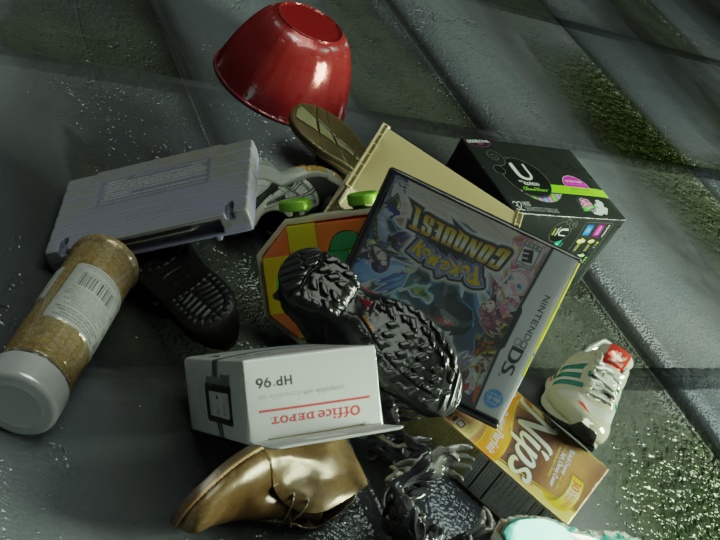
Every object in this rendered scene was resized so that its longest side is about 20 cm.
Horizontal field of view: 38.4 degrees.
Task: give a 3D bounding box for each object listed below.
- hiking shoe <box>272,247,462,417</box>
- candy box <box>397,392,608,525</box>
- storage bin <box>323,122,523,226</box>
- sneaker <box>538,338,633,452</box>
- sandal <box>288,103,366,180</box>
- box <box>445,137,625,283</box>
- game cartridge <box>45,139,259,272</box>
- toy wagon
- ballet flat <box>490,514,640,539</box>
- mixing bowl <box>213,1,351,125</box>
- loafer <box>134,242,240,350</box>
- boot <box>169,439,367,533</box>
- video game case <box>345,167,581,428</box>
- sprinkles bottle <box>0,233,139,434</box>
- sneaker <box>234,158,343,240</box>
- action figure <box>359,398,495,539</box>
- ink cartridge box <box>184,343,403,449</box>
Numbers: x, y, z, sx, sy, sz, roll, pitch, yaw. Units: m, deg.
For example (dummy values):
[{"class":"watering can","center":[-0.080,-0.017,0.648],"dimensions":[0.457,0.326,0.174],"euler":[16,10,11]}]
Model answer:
[{"class":"hiking shoe","center":[0.007,0.062,0.943],"dimensions":[0.200,0.101,0.076],"euler":[41,68,5]},{"class":"candy box","center":[0.138,0.173,1.034],"dimensions":[0.200,0.055,0.115],"euler":[40,36,15]},{"class":"storage bin","center":[0.063,-0.041,1.144],"dimensions":[0.200,0.094,0.199],"euler":[33,34,-4]},{"class":"sneaker","center":[0.247,0.120,1.103],"dimensions":[0.070,0.093,0.200],"euler":[38,12,2]},{"class":"sandal","center":[-0.017,-0.133,1.320],"dimensions":[0.200,0.054,0.080],"euler":[37,37,-17]},{"class":"box","center":[0.211,-0.074,1.347],"dimensions":[0.200,0.124,0.149],"euler":[0,45,-35]},{"class":"game cartridge","center":[-0.198,-0.065,1.009],"dimensions":[0.199,0.038,0.130],"euler":[-12,34,7]},{"class":"toy wagon","center":[0.000,0.000,1.025],"dimensions":[0.199,0.156,0.040],"euler":[-7,9,3]},{"class":"ballet flat","center":[0.183,0.267,0.935],"dimensions":[0.200,0.072,0.072],"euler":[18,35,-31]},{"class":"mixing bowl","center":[-0.088,-0.296,1.419],"dimensions":[0.200,0.108,0.200],"euler":[21,36,-16]},{"class":"loafer","center":[-0.179,0.015,0.998],"dimensions":[0.073,0.071,0.200],"euler":[-29,47,-15]},{"class":"boot","center":[-0.068,0.183,0.857],"dimensions":[0.200,0.074,0.076],"euler":[-14,60,-50]},{"class":"video game case","center":[0.080,0.026,0.982],"dimensions":[0.200,0.181,0.026],"euler":[26,9,5]},{"class":"sprinkles bottle","center":[-0.252,0.049,0.882],"dimensions":[0.068,0.068,0.200],"euler":[26,36,-7]},{"class":"sneaker","center":[-0.090,-0.073,1.180],"dimensions":[0.200,0.076,0.088],"euler":[-2,75,-51]},{"class":"action figure","center":[0.060,0.198,0.891],"dimensions":[0.102,0.119,0.200],"euler":[-15,36,-3]},{"class":"ink cartridge box","center":[-0.059,0.098,0.845],"dimensions":[0.116,0.200,0.068],"euler":[-5,89,-26]}]
